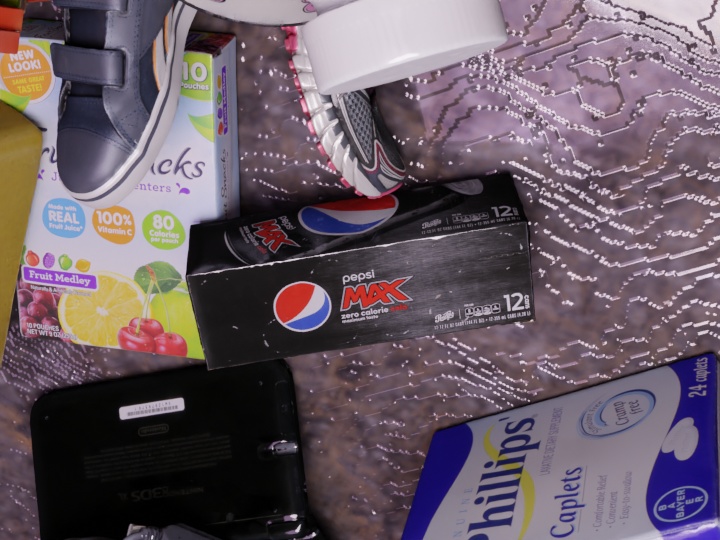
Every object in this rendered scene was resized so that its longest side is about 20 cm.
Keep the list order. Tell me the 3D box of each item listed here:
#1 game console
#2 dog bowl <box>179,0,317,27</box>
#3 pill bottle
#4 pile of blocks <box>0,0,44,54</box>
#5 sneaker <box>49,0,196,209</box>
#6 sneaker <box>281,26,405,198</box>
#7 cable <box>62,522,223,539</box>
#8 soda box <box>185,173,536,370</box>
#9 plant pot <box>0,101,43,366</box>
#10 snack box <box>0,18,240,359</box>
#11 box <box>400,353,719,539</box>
[{"bbox_3d":[-0.113,0.162,1.012,0.198,0.116,0.178,-11,81,18],"label":"game console"},{"bbox_3d":[-0.042,-0.230,0.730,0.198,0.074,0.202,0,89,-12],"label":"dog bowl"},{"bbox_3d":[-0.001,-0.188,0.645,0.109,0.109,0.202,-14,93,20],"label":"pill bottle"},{"bbox_3d":[-0.197,-0.169,0.790,0.061,0.201,0.083,7,118,-10],"label":"pile of blocks"},{"bbox_3d":[-0.137,-0.139,0.794,0.078,0.079,0.202,8,76,38],"label":"sneaker"},{"bbox_3d":[-0.007,-0.136,0.817,0.074,0.081,0.202,-14,113,5],"label":"sneaker"},{"bbox_3d":[-0.118,0.230,0.970,0.199,0.051,0.163,27,138,-31],"label":"cable"},{"bbox_3d":[0.000,0.000,0.852,0.198,0.064,0.071,-9,120,0],"label":"soda box"},{"bbox_3d":[-0.341,-0.021,0.858,0.195,0.199,0.196,30,119,23],"label":"plant pot"},{"bbox_3d":[-0.148,-0.049,0.906,0.141,0.053,0.202,6,114,11],"label":"snack box"},{"bbox_3d":[0.133,0.159,0.853,0.198,0.184,0.106,-19,109,21],"label":"box"}]
